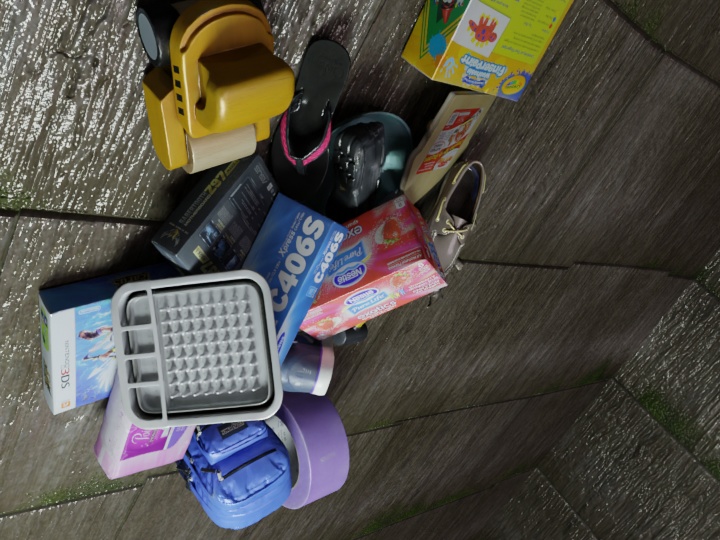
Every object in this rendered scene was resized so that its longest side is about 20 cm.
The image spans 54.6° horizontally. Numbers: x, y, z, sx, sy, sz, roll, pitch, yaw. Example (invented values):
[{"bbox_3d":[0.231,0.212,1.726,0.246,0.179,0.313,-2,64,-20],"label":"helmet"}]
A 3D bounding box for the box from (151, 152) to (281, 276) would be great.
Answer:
[{"bbox_3d":[-0.156,-0.036,0.885,0.159,0.051,0.201,-55,150,-17],"label":"box"}]

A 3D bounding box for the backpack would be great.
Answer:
[{"bbox_3d":[-0.207,0.293,1.105,0.161,0.200,0.169,-25,144,-23],"label":"backpack"}]

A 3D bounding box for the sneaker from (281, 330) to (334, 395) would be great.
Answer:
[{"bbox_3d":[-0.117,0.111,0.983,0.144,0.200,0.082,16,97,-9],"label":"sneaker"}]

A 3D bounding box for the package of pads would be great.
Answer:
[{"bbox_3d":[-0.281,0.190,0.946,0.119,0.076,0.201,-9,137,-42],"label":"package of pads"}]

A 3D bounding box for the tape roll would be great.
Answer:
[{"bbox_3d":[-0.111,0.303,1.218,0.084,0.200,0.202,-12,137,-37],"label":"tape roll"}]

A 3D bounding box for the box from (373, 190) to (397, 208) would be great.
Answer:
[{"bbox_3d":[0.017,-0.022,1.093,0.160,0.044,0.200,-40,160,-4],"label":"box"}]

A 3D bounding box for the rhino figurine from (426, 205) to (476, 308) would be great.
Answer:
[{"bbox_3d":[0.137,-0.033,1.171,0.087,0.059,0.203,32,72,-53],"label":"rhino figurine"}]

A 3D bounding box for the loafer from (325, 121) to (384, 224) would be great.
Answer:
[{"bbox_3d":[-0.002,-0.107,0.925,0.070,0.068,0.202,-28,147,-30],"label":"loafer"}]

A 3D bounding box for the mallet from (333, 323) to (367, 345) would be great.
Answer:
[{"bbox_3d":[0.018,0.067,1.192,0.065,0.041,0.200,-11,153,-41],"label":"mallet"}]

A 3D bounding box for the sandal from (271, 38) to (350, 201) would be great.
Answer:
[{"bbox_3d":[-0.064,-0.176,0.841,0.074,0.045,0.202,17,119,-2],"label":"sandal"}]

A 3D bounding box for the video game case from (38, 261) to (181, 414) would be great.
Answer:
[{"bbox_3d":[-0.306,0.083,0.905,0.198,0.046,0.183,-16,140,-36],"label":"video game case"}]

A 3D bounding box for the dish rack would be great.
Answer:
[{"bbox_3d":[-0.187,0.091,0.817,0.197,0.175,0.044,-6,-179,11],"label":"dish rack"}]

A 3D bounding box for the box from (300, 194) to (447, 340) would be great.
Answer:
[{"bbox_3d":[0.000,0.000,0.909,0.198,0.101,0.095,-24,151,15],"label":"box"}]

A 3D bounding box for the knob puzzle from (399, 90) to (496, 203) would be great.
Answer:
[{"bbox_3d":[0.112,-0.183,1.041,0.220,0.030,0.220,-46,165,-17],"label":"knob puzzle"}]

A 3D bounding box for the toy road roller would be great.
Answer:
[{"bbox_3d":[-0.137,-0.173,0.700,0.122,0.146,0.202,-23,143,-26],"label":"toy road roller"}]

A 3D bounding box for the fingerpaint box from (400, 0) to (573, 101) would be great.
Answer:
[{"bbox_3d":[0.171,-0.328,0.922,0.198,0.073,0.168,-3,130,-44],"label":"fingerpaint box"}]

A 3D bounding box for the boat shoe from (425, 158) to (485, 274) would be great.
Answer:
[{"bbox_3d":[0.148,-0.082,1.108,0.059,0.071,0.203,165,-53,-74],"label":"boat shoe"}]

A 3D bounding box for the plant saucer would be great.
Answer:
[{"bbox_3d":[-0.015,-0.139,0.972,0.198,0.036,0.202,-27,144,-22],"label":"plant saucer"}]

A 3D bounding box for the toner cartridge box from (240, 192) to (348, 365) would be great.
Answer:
[{"bbox_3d":[-0.102,0.015,0.865,0.043,0.094,0.202,23,93,-61],"label":"toner cartridge box"}]
